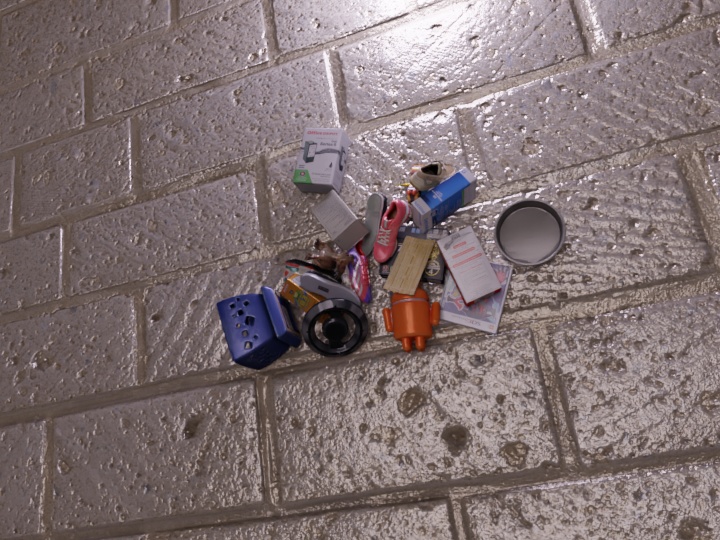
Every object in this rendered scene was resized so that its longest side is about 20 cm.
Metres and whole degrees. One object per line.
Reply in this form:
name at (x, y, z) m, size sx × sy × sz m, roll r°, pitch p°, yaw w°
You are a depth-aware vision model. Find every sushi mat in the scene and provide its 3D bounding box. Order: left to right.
sushi mat at (0.143, -0.015, 1.617) m, size 0.095 × 0.012 × 0.201 m, roll 13°, pitch 60°, yaw 22°

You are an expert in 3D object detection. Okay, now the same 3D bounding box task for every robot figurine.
robot figurine at (0.149, 0.133, 1.606) m, size 0.143 × 0.116 × 0.202 m, roll -24°, pitch 65°, yaw 48°

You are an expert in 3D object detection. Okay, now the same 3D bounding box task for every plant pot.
plant pot at (-0.300, 0.171, 1.702) m, size 0.178 × 0.200 × 0.202 m, roll -24°, pitch 69°, yaw 4°

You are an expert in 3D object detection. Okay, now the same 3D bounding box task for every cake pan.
cake pan at (0.486, -0.107, 1.602) m, size 0.198 × 0.037 × 0.203 m, roll -5°, pitch 74°, yaw 17°

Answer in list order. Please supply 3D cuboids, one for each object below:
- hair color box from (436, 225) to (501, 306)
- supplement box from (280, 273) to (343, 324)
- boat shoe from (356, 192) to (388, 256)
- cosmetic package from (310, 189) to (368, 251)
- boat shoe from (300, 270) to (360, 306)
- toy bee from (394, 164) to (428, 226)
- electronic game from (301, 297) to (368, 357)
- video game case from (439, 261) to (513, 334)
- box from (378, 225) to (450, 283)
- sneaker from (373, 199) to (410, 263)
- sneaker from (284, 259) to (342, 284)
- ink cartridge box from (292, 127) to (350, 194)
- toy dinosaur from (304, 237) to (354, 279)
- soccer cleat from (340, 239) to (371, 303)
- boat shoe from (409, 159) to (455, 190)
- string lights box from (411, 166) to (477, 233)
hair color box at (0.308, -0.012, 1.585) m, size 0.110 × 0.064 × 0.202 m, roll -24°, pitch 74°, yaw 3°
supplement box at (-0.146, 0.094, 1.707) m, size 0.199 × 0.069 × 0.067 m, roll 34°, pitch 116°, yaw 12°
boat shoe at (0.043, -0.142, 1.741) m, size 0.075 × 0.060 × 0.202 m, roll 25°, pitch 104°, yaw 26°
cosmetic package at (-0.068, -0.157, 1.739) m, size 0.103 × 0.073 × 0.200 m, roll -40°, pitch 44°, yaw 4°
boat shoe at (-0.087, 0.054, 1.686) m, size 0.199 × 0.057 × 0.069 m, roll 27°, pitch 116°, yaw 1°
toy bee at (0.175, -0.244, 1.704) m, size 0.130 × 0.109 × 0.202 m, roll -17°, pitch 71°, yaw 11°
electronic game at (-0.075, 0.171, 1.647) m, size 0.199 × 0.201 × 0.042 m, roll -28°, pitch 25°, yaw 9°
video game case at (0.331, 0.066, 1.614) m, size 0.180 × 0.023 × 0.202 m, roll 14°, pitch 80°, yaw 21°
box at (0.165, -0.050, 1.686) m, size 0.198 × 0.049 × 0.163 m, roll 6°, pitch 74°, yaw 19°
sneaker at (0.078, -0.122, 1.654) m, size 0.073 × 0.087 × 0.202 m, roll 21°, pitch 91°, yaw 24°
sneaker at (-0.154, 0.033, 1.768) m, size 0.198 × 0.070 × 0.094 m, roll 18°, pitch 106°, yaw 14°
ink cartridge box at (-0.129, -0.366, 1.849) m, size 0.144 × 0.084 × 0.202 m, roll 6°, pitch 77°, yaw 19°
toy dinosaur at (-0.095, -0.030, 1.714) m, size 0.135 × 0.200 × 0.086 m, roll 32°, pitch 83°, yaw -8°
soccer cleat at (0.000, 0.000, 1.706) m, size 0.076 × 0.067 × 0.202 m, roll -27°, pitch 72°, yaw 24°
boat shoe at (0.228, -0.293, 1.663) m, size 0.072 × 0.199 × 0.065 m, roll 51°, pitch 135°, yaw 18°
string lights box at (0.249, -0.208, 1.647) m, size 0.199 × 0.103 × 0.059 m, roll -34°, pitch 63°, yaw -9°
